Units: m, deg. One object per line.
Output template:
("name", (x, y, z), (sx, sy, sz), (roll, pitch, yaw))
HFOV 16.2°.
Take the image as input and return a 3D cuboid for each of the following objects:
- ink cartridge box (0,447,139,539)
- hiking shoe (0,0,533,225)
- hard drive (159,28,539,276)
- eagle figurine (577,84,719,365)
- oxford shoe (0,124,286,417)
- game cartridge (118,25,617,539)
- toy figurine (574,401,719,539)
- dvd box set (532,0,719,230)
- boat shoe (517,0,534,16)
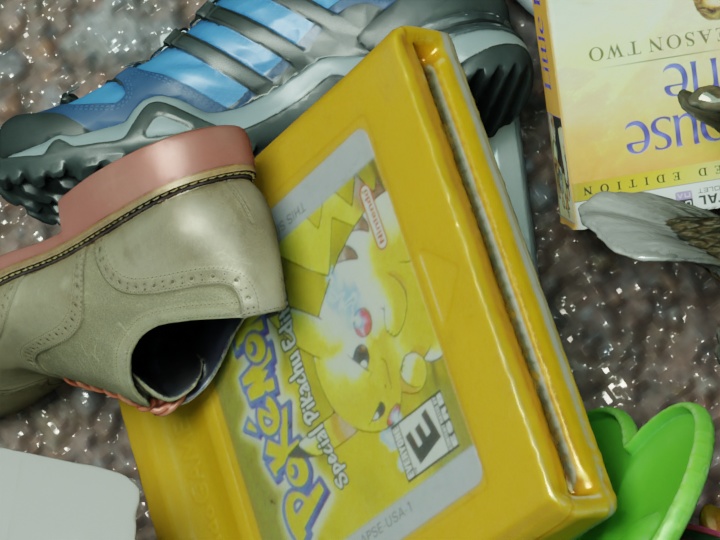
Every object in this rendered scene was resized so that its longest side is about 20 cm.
("ink cartridge box", (-0.140, 0.175, 0.835), (0.086, 0.148, 0.200), (13, 119, -9))
("hiking shoe", (-0.039, -0.071, 0.924), (0.200, 0.074, 0.087), (-14, 65, 2))
("hard drive", (0.000, 0.000, 0.948), (0.132, 0.027, 0.200), (-8, 80, 8))
("eagle figurine", (0.180, 0.019, 0.830), (0.152, 0.151, 0.200), (-24, 95, -18))
("oxford shoe", (-0.094, 0.022, 0.888), (0.070, 0.200, 0.075), (-14, 76, -36))
("game cartridge", (-0.012, 0.043, 0.862), (0.200, 0.032, 0.176), (-39, 61, 41))
("toy figurine", (0.132, 0.144, 0.836), (0.184, 0.200, 0.150), (31, 55, -9))
("dvd box set", (0.129, -0.123, 0.897), (0.146, 0.029, 0.200), (-9, 100, -5))
("boat shoe", (0.065, -0.187, 0.928), (0.071, 0.091, 0.200), (-15, 79, -7))
